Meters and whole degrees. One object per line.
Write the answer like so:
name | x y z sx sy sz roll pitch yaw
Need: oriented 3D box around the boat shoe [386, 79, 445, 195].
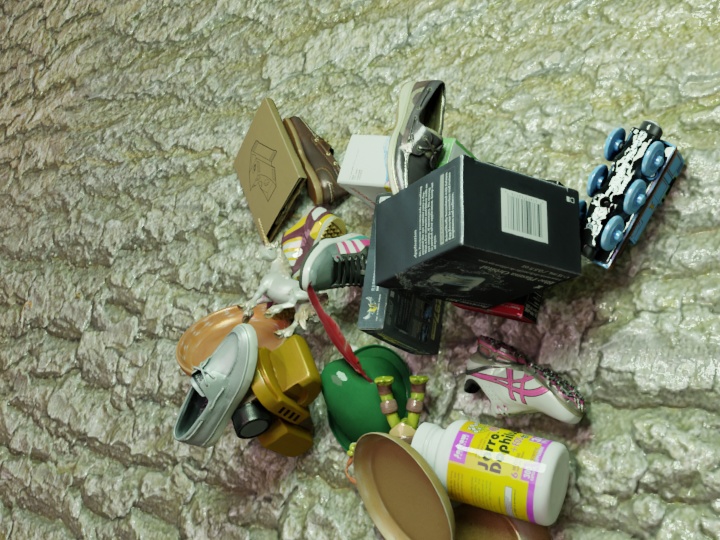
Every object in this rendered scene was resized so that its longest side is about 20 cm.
boat shoe | 0.084 -0.179 1.327 0.064 0.072 0.204 -12 58 37

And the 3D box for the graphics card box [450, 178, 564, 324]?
graphics card box | 0.215 -0.034 1.373 0.124 0.051 0.204 10 81 40

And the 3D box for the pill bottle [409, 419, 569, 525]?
pill bottle | 0.165 0.256 1.247 0.196 0.104 0.107 9 78 28

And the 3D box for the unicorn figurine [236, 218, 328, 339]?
unicorn figurine | -0.129 0.029 1.496 0.198 0.075 0.137 31 56 24

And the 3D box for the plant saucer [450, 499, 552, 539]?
plant saucer | 0.160 0.383 1.268 0.197 0.035 0.205 -15 65 32

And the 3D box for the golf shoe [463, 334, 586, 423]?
golf shoe | 0.219 0.165 1.286 0.199 0.072 0.094 30 98 50

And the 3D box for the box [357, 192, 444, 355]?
box | 0.069 0.008 1.399 0.050 0.157 0.205 -1 73 36

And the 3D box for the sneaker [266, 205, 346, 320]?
sneaker | -0.105 -0.013 1.597 0.089 0.075 0.202 28 81 40

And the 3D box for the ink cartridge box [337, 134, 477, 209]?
ink cartridge box | 0.086 -0.137 1.448 0.197 0.144 0.086 9 77 39

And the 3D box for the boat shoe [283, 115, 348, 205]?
boat shoe | -0.077 -0.194 1.652 0.069 0.071 0.202 -17 57 -13

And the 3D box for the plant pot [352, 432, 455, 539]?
plant pot | 0.062 0.303 1.275 0.199 0.027 0.204 35 138 39

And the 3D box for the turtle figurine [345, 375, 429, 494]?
turtle figurine | 0.072 0.234 1.367 0.196 0.064 0.166 -2 89 23

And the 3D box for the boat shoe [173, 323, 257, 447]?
boat shoe | -0.210 0.166 1.366 0.070 0.071 0.204 41 112 43

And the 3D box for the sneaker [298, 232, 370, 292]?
sneaker | 0.000 0.000 1.451 0.119 0.199 0.086 15 112 26

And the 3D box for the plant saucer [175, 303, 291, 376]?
plant saucer | -0.207 0.124 1.582 0.195 0.038 0.202 -9 31 6

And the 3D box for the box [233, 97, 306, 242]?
box | -0.165 -0.177 1.697 0.164 0.021 0.202 -55 46 38

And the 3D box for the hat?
hat | -0.036 0.166 1.405 0.166 0.175 0.201 -44 53 15

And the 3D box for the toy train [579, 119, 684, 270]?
toy train | 0.345 -0.095 1.256 0.086 0.114 0.203 29 91 37

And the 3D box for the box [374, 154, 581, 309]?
box | 0.148 -0.041 1.230 0.199 0.193 0.120 -25 58 55

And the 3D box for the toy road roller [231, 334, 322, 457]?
toy road roller | -0.113 0.184 1.452 0.144 0.200 0.124 -32 57 12
